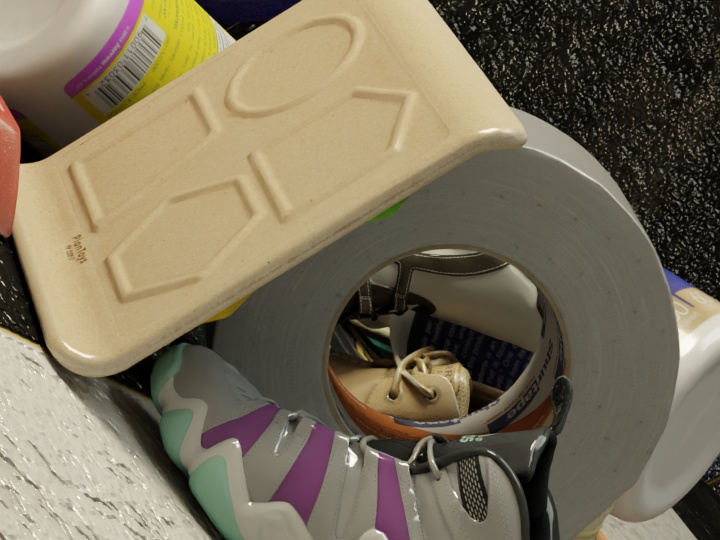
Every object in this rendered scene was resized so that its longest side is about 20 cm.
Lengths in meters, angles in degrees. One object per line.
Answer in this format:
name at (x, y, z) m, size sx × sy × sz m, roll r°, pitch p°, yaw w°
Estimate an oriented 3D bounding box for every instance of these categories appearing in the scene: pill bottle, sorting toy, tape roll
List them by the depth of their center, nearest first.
sorting toy at (-0.044, -0.041, 1.112) m, size 0.037 × 0.200 × 0.185 m, roll 63°, pitch -1°, yaw -30°
tape roll at (0.033, 0.029, 1.173) m, size 0.200 × 0.200 × 0.066 m, roll 47°, pitch 9°, yaw -16°
pill bottle at (-0.103, -0.080, 1.312) m, size 0.200 × 0.104 × 0.104 m, roll 43°, pitch 9°, yaw -46°
pill bottle at (0.086, 0.027, 1.352) m, size 0.200 × 0.116 × 0.116 m, roll 33°, pitch -1°, yaw 25°

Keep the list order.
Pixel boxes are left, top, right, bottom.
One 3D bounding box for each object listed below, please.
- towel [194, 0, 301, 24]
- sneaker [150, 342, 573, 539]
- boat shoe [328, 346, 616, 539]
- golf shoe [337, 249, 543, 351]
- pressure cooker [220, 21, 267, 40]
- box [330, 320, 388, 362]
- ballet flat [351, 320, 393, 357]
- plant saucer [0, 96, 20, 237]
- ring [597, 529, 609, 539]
towel at (-0.083, -0.194, 1.356) m, size 0.050 × 0.199 × 0.148 m, roll 77°, pitch 9°, yaw -80°
sneaker at (0.020, 0.078, 1.061) m, size 0.200 × 0.140 × 0.078 m, roll 51°, pitch 7°, yaw 14°
boat shoe at (0.028, 0.064, 1.257) m, size 0.200 × 0.065 × 0.071 m, roll 22°, pitch 30°, yaw -10°
golf shoe at (0.000, 0.000, 1.258) m, size 0.200 × 0.095 × 0.078 m, roll 29°, pitch -15°, yaw -2°
pressure cooker at (-0.112, -0.186, 1.469) m, size 0.200 × 0.179 × 0.176 m, roll 56°, pitch 23°, yaw 10°
box at (0.043, 0.121, 1.387) m, size 0.198 × 0.050 × 0.200 m, roll 41°, pitch 11°, yaw -47°
ballet flat at (0.065, 0.042, 1.463) m, size 0.200 × 0.062 × 0.067 m, roll 27°, pitch -13°, yaw 19°
plant saucer at (-0.220, -0.127, 1.105) m, size 0.200 × 0.037 × 0.200 m, roll 42°, pitch 9°, yaw -47°
ring at (0.111, 0.150, 1.387) m, size 0.200 × 0.019 × 0.200 m, roll 48°, pitch 8°, yaw -9°
